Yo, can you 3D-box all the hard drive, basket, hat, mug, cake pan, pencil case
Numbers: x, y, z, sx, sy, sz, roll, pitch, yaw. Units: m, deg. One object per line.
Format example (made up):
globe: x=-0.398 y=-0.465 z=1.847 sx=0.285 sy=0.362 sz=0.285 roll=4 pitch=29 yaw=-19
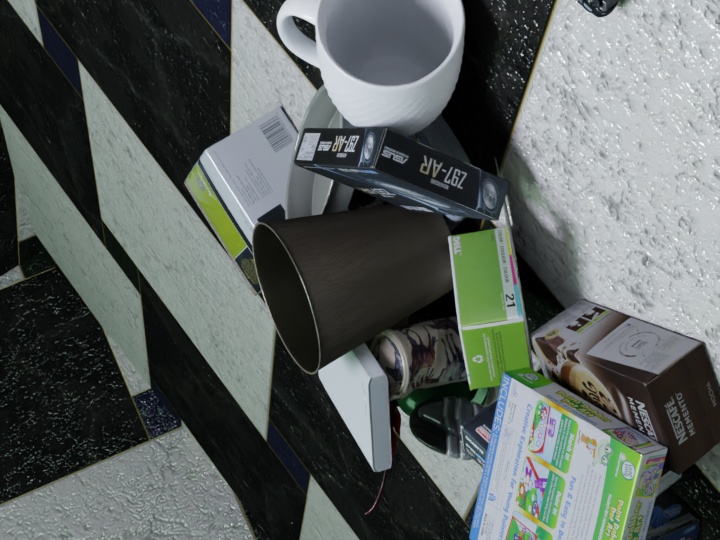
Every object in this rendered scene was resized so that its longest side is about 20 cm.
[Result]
hard drive: x=-0.011 y=0.128 z=1.798 sx=0.200 sy=0.026 sz=0.133 roll=-125 pitch=27 yaw=-55
basket: x=0.000 y=0.000 z=1.725 sx=0.182 sy=0.198 sz=0.136 roll=65 pitch=156 yaw=11
hat: x=0.055 y=0.153 z=1.878 sx=0.165 sy=0.175 sz=0.201 roll=-33 pitch=87 yaw=41
mug: x=0.007 y=-0.223 z=1.536 sx=0.198 sy=0.149 sz=0.176 roll=21 pitch=163 yaw=8
cake pan: x=-0.044 y=-0.128 z=1.850 sx=0.200 sy=0.036 sz=0.203 roll=-168 pitch=90 yaw=-72
pencil case: x=0.096 y=0.102 z=1.792 sx=0.078 sy=0.198 sz=0.090 roll=-41 pitch=66 yaw=44

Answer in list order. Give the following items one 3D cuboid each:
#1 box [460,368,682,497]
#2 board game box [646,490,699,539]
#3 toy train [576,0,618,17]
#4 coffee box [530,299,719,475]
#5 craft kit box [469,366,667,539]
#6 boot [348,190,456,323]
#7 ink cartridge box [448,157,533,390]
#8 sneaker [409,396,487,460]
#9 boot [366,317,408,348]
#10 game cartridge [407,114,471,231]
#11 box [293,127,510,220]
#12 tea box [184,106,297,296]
box: x=0.232 y=0.200 z=1.666 sx=0.200 sy=0.158 sz=0.046 roll=42 pitch=155 yaw=39
board game box: x=0.250 y=0.261 z=1.730 sx=0.062 sy=0.198 sz=0.201 roll=82 pitch=163 yaw=-50
toy train: x=0.150 y=-0.290 z=1.293 sx=0.200 sy=0.034 sz=0.046 roll=50 pitch=172 yaw=18
coffee box: x=0.274 y=0.116 z=1.548 sx=0.199 sy=0.079 sz=0.114 roll=21 pitch=139 yaw=60
craft kit box: x=0.207 y=0.230 z=1.545 sx=0.197 sy=0.048 sz=0.203 roll=32 pitch=119 yaw=46
boot: x=0.045 y=-0.039 z=1.872 sx=0.211 sy=0.079 sz=0.159 roll=45 pitch=158 yaw=34
ink cartridge box: x=0.134 y=0.004 z=1.628 sx=0.149 sy=0.075 sz=0.201 roll=-92 pitch=-10 yaw=-47
sneaker: x=0.157 y=0.209 z=1.869 sx=0.116 sy=0.197 sz=0.076 roll=86 pitch=-169 yaw=-72
boot: x=0.005 y=0.060 z=1.926 sx=0.156 sy=0.076 sz=0.202 roll=-101 pitch=15 yaw=-46
game cartridge: x=0.065 y=-0.145 z=1.726 sx=0.201 sy=0.041 sz=0.133 roll=56 pitch=165 yaw=5
box: x=0.040 y=-0.104 z=1.597 sx=0.159 sy=0.044 sz=0.199 roll=21 pitch=176 yaw=-27
tea box: x=-0.133 y=-0.095 z=2.142 sx=0.201 sy=0.133 sz=0.197 roll=58 pitch=160 yaw=-1
